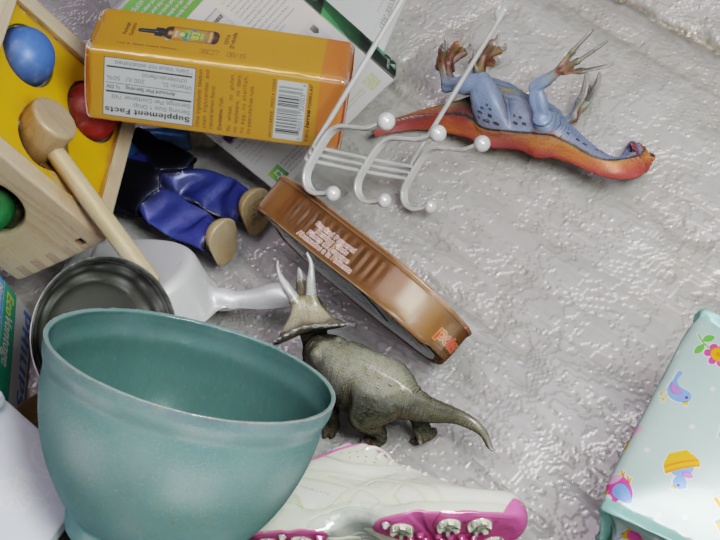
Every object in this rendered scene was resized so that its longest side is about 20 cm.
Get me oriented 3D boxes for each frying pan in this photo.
[{"bbox_3d":[-0.160,0.068,1.165,0.031,0.190,0.115,0,57,57],"label":"frying pan"}]

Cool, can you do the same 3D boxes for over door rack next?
[{"bbox_3d":[0.048,-0.138,1.189,0.066,0.147,0.201,29,103,32],"label":"over door rack"}]

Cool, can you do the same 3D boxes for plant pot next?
[{"bbox_3d":[-0.128,0.123,1.071,0.199,0.200,0.135,21,104,25],"label":"plant pot"}]

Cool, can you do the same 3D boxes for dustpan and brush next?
[{"bbox_3d":[-0.138,0.019,1.235,0.199,0.058,0.140,-12,29,11],"label":"dustpan and brush"}]

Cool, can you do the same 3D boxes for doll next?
[{"bbox_3d":[-0.166,-0.078,1.326,0.199,0.049,0.136,28,58,31],"label":"doll"}]

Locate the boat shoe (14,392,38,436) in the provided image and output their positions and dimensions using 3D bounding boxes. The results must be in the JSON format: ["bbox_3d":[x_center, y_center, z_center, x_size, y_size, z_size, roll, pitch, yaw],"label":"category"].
[{"bbox_3d":[-0.194,0.105,1.207,0.200,0.065,0.072,-37,30,-32],"label":"boat shoe"}]

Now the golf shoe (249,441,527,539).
[{"bbox_3d":[0.017,0.156,1.112,0.198,0.076,0.092,-4,53,11],"label":"golf shoe"}]

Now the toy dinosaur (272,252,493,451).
[{"bbox_3d":[0.003,0.084,1.143,0.077,0.102,0.200,-43,57,-14],"label":"toy dinosaur"}]

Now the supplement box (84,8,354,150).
[{"bbox_3d":[-0.107,-0.146,1.213,0.198,0.069,0.067,10,35,-1],"label":"supplement box"}]

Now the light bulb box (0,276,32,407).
[{"bbox_3d":[-0.373,0.100,1.219,0.199,0.125,0.199,-9,56,10],"label":"light bulb box"}]

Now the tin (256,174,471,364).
[{"bbox_3d":[0.000,0.000,1.195,0.200,0.112,0.042,38,88,32],"label":"tin"}]

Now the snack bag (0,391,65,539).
[{"bbox_3d":[-0.280,0.131,1.052,0.200,0.021,0.189,43,32,-6],"label":"snack bag"}]

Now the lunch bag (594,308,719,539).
[{"bbox_3d":[0.271,0.147,1.024,0.199,0.122,0.171,26,64,19],"label":"lunch bag"}]

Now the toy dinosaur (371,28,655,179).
[{"bbox_3d":[0.141,-0.114,1.276,0.200,0.105,0.182,-47,62,23],"label":"toy dinosaur"}]

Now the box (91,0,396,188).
[{"bbox_3d":[-0.091,-0.173,1.255,0.144,0.200,0.036,-42,22,23],"label":"box"}]

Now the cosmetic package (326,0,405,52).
[{"bbox_3d":[-0.065,-0.243,1.306,0.081,0.200,0.113,-35,25,41],"label":"cosmetic package"}]

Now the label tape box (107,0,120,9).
[{"bbox_3d":[-0.183,-0.244,1.379,0.063,0.144,0.201,-23,55,1],"label":"label tape box"}]

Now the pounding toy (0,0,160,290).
[{"bbox_3d":[-0.248,-0.091,1.225,0.142,0.184,0.201,-21,44,31],"label":"pounding toy"}]
